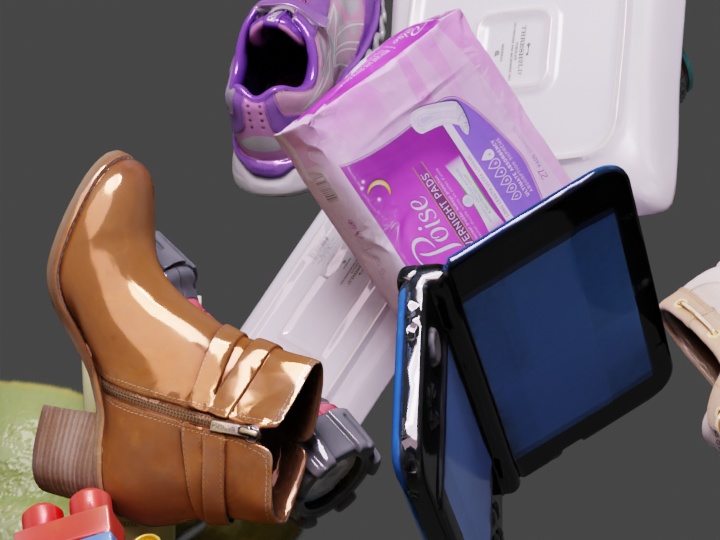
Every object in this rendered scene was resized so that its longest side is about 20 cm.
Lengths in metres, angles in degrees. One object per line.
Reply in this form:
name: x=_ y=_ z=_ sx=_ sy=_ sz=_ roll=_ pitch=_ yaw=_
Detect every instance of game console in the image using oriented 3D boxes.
game console: x=0.094 y=0.075 z=1.183 sx=0.118 sy=0.200 sz=0.171 roll=-7 pitch=52 yaw=13

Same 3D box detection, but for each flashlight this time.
flashlight: x=-0.074 y=0.054 z=1.313 sx=0.068 sy=0.068 sz=0.200 roll=-41 pitch=66 yaw=-4

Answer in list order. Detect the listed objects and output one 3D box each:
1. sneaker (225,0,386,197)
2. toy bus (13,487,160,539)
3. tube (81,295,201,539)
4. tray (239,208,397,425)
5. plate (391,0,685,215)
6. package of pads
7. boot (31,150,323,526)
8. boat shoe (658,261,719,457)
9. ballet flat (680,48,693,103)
sneaker: x=-0.039 y=-0.146 z=1.473 sx=0.080 sy=0.089 sz=0.201 roll=0 pitch=52 yaw=20
toy bus: x=-0.162 y=0.213 z=1.192 sx=0.199 sy=0.136 sz=0.193 roll=-20 pitch=54 yaw=4
tube: x=-0.132 y=0.092 z=1.343 sx=0.052 sy=0.058 sz=0.201 roll=-44 pitch=33 yaw=36
tray: x=0.000 y=0.000 z=1.354 sx=0.107 sy=0.022 sz=0.200 roll=29 pitch=82 yaw=34
plate: x=0.096 y=-0.126 z=1.390 sx=0.199 sy=0.032 sz=0.201 roll=-4 pitch=71 yaw=29
package of pads: x=0.053 y=-0.031 z=1.292 sx=0.120 sy=0.200 sz=0.076 roll=-37 pitch=11 yaw=-16
boot: x=-0.091 y=0.039 z=1.257 sx=0.154 sy=0.074 sz=0.201 roll=5 pitch=89 yaw=28
boat shoe: x=0.213 y=0.075 z=1.234 sx=0.069 sy=0.074 sz=0.200 roll=-23 pitch=40 yaw=2
ballet flat: x=0.135 y=-0.170 z=1.444 sx=0.072 sy=0.072 sz=0.201 roll=-25 pitch=50 yaw=-2
